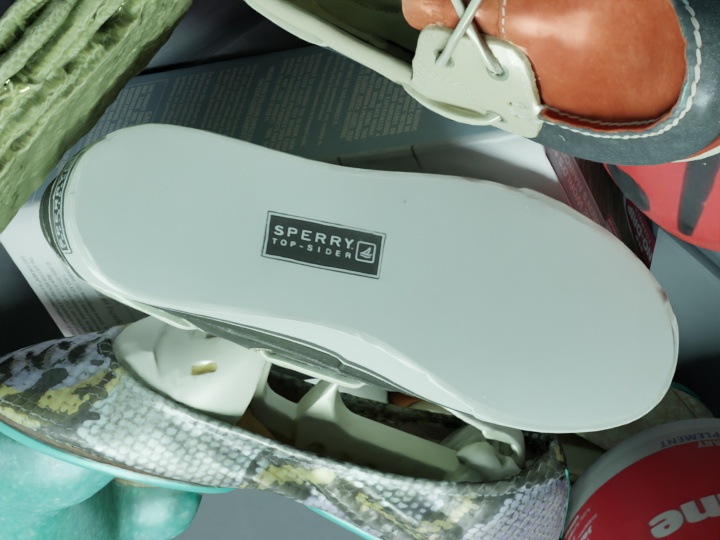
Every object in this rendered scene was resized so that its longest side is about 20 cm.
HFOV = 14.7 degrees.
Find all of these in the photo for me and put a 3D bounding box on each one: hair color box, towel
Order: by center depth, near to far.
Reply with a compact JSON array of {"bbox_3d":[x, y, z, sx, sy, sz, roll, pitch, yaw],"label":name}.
[{"bbox_3d":[-0.098,-0.050,0.809,0.036,0.148,0.200,42,172,-3],"label":"towel"},{"bbox_3d":[-0.012,-0.019,0.929,0.200,0.061,0.099,-7,134,25],"label":"hair color box"}]

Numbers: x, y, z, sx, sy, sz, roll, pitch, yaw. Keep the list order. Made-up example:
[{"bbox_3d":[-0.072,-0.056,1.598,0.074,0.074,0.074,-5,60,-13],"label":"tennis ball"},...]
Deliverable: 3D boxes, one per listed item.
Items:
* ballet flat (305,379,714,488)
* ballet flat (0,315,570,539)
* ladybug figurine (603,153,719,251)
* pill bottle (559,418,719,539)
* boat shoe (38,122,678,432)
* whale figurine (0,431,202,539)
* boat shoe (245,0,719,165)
[{"bbox_3d":[0.029,0.054,0.996,0.200,0.062,0.067,9,139,8],"label":"ballet flat"},{"bbox_3d":[-0.023,0.045,0.920,0.200,0.072,0.072,19,139,-5],"label":"ballet flat"},{"bbox_3d":[0.117,-0.075,0.802,0.136,0.072,0.200,18,136,14],"label":"ladybug figurine"},{"bbox_3d":[0.126,0.134,0.880,0.112,0.200,0.112,-2,111,-6],"label":"pill bottle"},{"bbox_3d":[0.000,0.000,0.859,0.200,0.071,0.064,18,172,-14],"label":"boat shoe"},{"bbox_3d":[-0.135,0.097,1.022,0.159,0.104,0.200,3,164,-17],"label":"whale figurine"},{"bbox_3d":[0.032,-0.076,0.775,0.063,0.200,0.071,0,108,-36],"label":"boat shoe"}]
